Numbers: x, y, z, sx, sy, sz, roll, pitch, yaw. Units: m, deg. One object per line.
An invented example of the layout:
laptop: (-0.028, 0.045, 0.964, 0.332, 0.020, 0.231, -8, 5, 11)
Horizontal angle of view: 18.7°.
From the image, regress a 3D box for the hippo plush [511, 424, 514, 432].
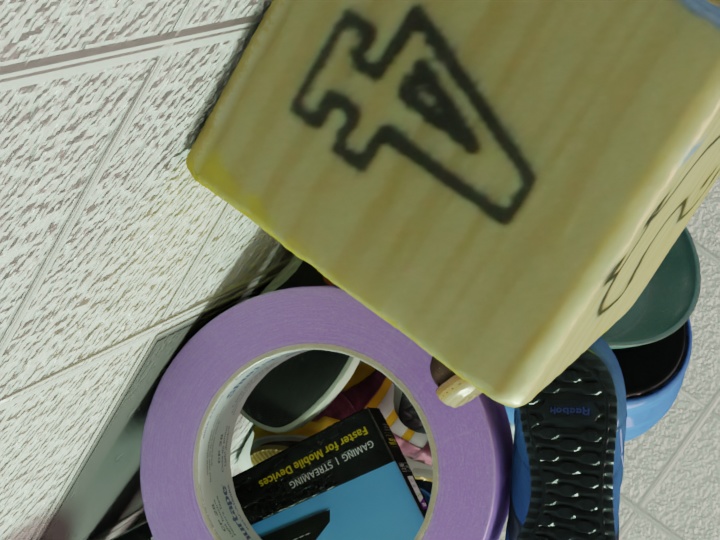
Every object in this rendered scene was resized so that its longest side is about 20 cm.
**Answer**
hippo plush: (0.037, 0.133, 1.627, 0.200, 0.161, 0.159, -43, 164, -46)

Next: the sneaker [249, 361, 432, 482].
sneaker: (0.014, 0.093, 1.408, 0.200, 0.075, 0.090, 18, 69, -45)

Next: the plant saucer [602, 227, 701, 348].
plant saucer: (0.131, -0.018, 1.465, 0.200, 0.200, 0.036, -42, 168, -47)

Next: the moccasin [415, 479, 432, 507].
moccasin: (-0.016, 0.176, 1.379, 0.200, 0.081, 0.068, -25, 170, 33)

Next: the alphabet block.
alphabet block: (0.073, -0.090, 1.011, 0.200, 0.196, 0.195, -59, 166, 25)

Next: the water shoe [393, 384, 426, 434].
water shoe: (0.050, 0.016, 1.303, 0.200, 0.071, 0.079, 105, -13, -50)

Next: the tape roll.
tape roll: (-0.018, 0.108, 1.213, 0.200, 0.200, 0.066, -56, 169, 9)

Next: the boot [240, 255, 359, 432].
boot: (0.000, 0.000, 1.317, 0.200, 0.072, 0.144, -62, 169, 20)

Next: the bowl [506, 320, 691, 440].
bowl: (0.135, 0.026, 1.492, 0.201, 0.201, 0.039, -43, 167, -46)

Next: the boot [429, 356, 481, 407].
boot: (0.052, -0.037, 1.170, 0.200, 0.166, 0.072, -46, -179, -38)

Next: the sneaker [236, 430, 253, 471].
sneaker: (0.006, 0.089, 1.491, 0.074, 0.116, 0.200, -33, 155, -58)

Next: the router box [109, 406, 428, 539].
router box: (-0.046, 0.191, 1.295, 0.200, 0.149, 0.051, -28, 172, 7)

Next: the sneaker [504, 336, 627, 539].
sneaker: (0.112, 0.129, 1.195, 0.078, 0.066, 0.200, -34, 129, -77)

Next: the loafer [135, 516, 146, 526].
loafer: (-0.138, 0.215, 1.382, 0.200, 0.067, 0.076, -48, 168, -27)
